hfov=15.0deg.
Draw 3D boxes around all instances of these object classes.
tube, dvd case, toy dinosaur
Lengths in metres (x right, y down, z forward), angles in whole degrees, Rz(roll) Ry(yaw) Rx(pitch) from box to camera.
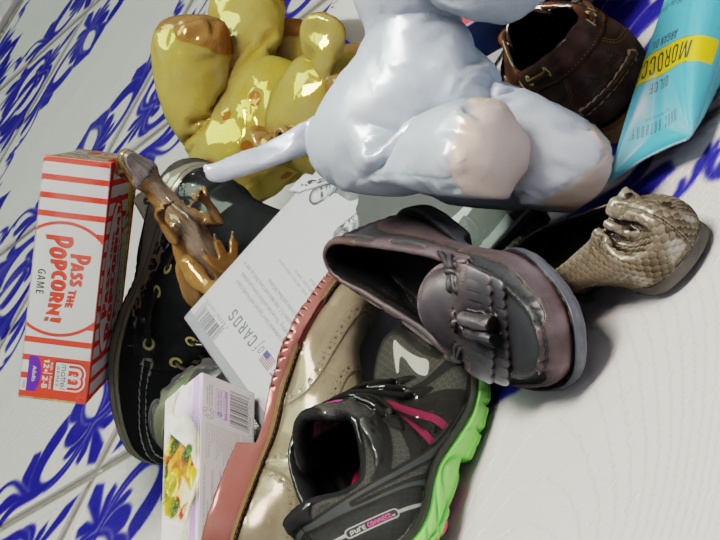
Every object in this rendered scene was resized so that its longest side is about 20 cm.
[{"bbox_3d":[0.182,-0.139,1.431,0.201,0.050,0.077,-67,13,-23],"label":"tube"},{"bbox_3d":[0.000,0.000,1.551,0.200,0.025,0.150,-48,45,9],"label":"dvd case"},{"bbox_3d":[-0.090,0.013,1.675,0.060,0.201,0.106,-20,4,-34],"label":"toy dinosaur"}]

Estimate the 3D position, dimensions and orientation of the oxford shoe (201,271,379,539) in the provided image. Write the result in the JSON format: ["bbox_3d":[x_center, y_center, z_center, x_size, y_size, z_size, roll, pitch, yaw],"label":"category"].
[{"bbox_3d":[-0.016,0.081,1.470,0.071,0.074,0.201,80,-149,-67],"label":"oxford shoe"}]

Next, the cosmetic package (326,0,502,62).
[{"bbox_3d":[0.053,-0.191,1.843,0.102,0.071,0.200,-56,16,-7],"label":"cosmetic package"}]

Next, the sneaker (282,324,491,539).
[{"bbox_3d":[0.010,0.082,1.380,0.077,0.084,0.200,-43,16,31],"label":"sneaker"}]

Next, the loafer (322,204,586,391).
[{"bbox_3d":[0.044,0.017,1.380,0.200,0.063,0.072,-147,53,-61],"label":"loafer"}]

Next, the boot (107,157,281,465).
[{"bbox_3d":[-0.087,0.042,1.744,0.153,0.073,0.205,21,104,50],"label":"boot"}]

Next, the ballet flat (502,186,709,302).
[{"bbox_3d":[0.106,-0.010,1.368,0.068,0.046,0.200,-58,16,-17],"label":"ballet flat"}]

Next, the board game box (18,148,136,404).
[{"bbox_3d":[-0.182,0.000,1.775,0.200,0.046,0.153,-84,1,-86],"label":"board game box"}]

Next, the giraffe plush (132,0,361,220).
[{"bbox_3d":[-0.044,-0.110,1.841,0.162,0.173,0.201,-10,39,43],"label":"giraffe plush"}]

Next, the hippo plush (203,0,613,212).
[{"bbox_3d":[0.048,-0.117,1.423,0.199,0.159,0.162,4,89,38],"label":"hippo plush"}]

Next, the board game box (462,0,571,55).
[{"bbox_3d":[0.073,-0.160,1.639,0.157,0.039,0.200,-26,-4,-36],"label":"board game box"}]

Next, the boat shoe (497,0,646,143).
[{"bbox_3d":[0.114,-0.124,1.541,0.071,0.070,0.200,-55,15,0],"label":"boat shoe"}]

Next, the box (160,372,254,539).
[{"bbox_3d":[-0.084,0.152,1.486,0.039,0.041,0.201,-38,41,41],"label":"box"}]

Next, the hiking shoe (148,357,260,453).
[{"bbox_3d":[-0.039,0.065,1.618,0.200,0.076,0.101,-47,37,18],"label":"hiking shoe"}]
